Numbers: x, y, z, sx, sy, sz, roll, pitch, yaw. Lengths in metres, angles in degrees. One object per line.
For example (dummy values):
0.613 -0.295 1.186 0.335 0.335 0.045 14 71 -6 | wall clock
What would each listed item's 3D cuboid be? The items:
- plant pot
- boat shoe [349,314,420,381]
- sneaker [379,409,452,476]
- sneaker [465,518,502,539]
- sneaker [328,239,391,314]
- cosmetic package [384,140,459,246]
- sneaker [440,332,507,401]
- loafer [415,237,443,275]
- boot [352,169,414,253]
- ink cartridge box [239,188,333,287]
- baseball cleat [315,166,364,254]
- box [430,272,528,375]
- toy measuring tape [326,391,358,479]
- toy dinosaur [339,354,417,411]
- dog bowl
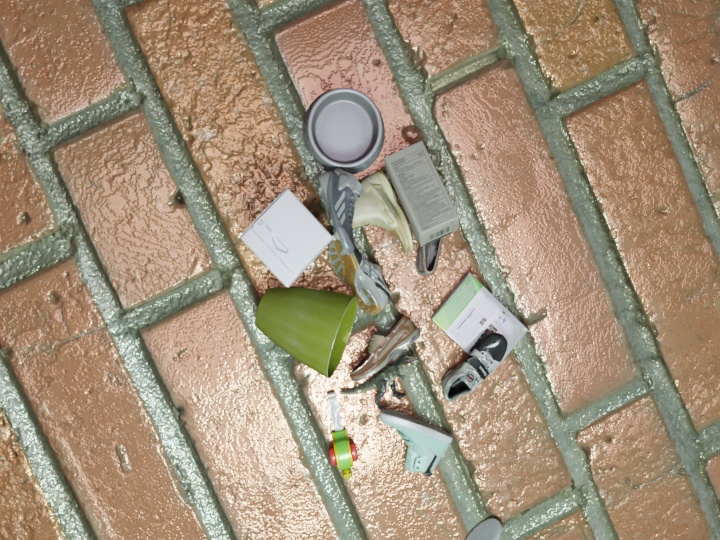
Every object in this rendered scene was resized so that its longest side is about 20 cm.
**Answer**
-0.129 0.116 1.553 0.195 0.187 0.192 19 90 10 | plant pot
0.048 0.179 1.612 0.198 0.076 0.072 -38 91 -12 | boat shoe
0.112 0.405 1.607 0.197 0.074 0.120 27 90 -20 | sneaker
0.285 0.692 1.658 0.082 0.073 0.202 41 82 -35 | sneaker
0.000 0.000 1.599 0.087 0.075 0.203 -37 101 -45 | sneaker
0.138 -0.172 1.564 0.101 0.087 0.204 -22 73 0 | cosmetic package
0.266 0.232 1.594 0.074 0.089 0.201 40 105 -3 | sneaker
0.169 -0.088 1.615 0.070 0.063 0.206 6 91 -6 | loafer
0.026 -0.108 1.596 0.153 0.073 0.204 -26 92 -4 | boot
-0.159 -0.070 1.517 0.146 0.200 0.147 -45 95 -2 | ink cartridge box
-0.031 -0.139 1.527 0.104 0.070 0.204 -21 73 0 | baseball cleat
0.282 0.126 1.647 0.200 0.036 0.145 43 88 -6 | box
-0.047 0.388 1.608 0.072 0.074 0.206 -11 93 -4 | toy measuring tape
0.057 0.274 1.629 0.197 0.047 0.090 -29 91 1 | toy dinosaur
-0.037 -0.323 1.592 0.194 0.059 0.206 0 91 -6 | dog bowl
